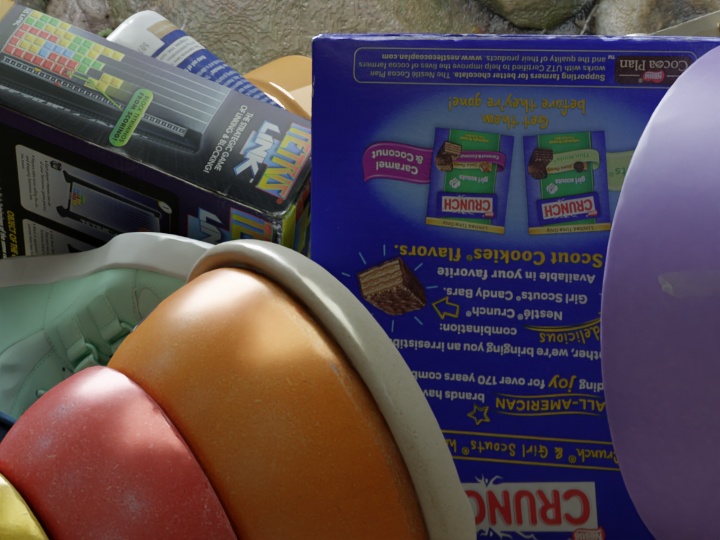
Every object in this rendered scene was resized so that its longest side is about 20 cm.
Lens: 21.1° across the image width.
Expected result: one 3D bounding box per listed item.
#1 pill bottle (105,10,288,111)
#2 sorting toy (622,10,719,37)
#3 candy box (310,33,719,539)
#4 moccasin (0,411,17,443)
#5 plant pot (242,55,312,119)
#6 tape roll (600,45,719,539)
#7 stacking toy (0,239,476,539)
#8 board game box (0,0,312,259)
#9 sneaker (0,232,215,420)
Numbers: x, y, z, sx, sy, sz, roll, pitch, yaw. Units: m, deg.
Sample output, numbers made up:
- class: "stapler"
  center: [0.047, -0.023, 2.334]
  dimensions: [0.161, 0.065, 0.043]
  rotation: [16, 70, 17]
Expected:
- class: "pill bottle"
  center: [-0.082, -0.056, 1.163]
  dimensions: [0.200, 0.111, 0.111]
  rotation: [37, 10, 4]
- class: "sorting toy"
  center: [0.157, -0.071, 1.070]
  dimensions: [0.180, 0.107, 0.200]
  rotation: [-23, 1, 42]
- class: "candy box"
  center: [0.067, 0.008, 0.762]
  dimensions: [0.169, 0.200, 0.077]
  rotation: [3, 5, 17]
- class: "moccasin"
  center: [-0.194, 0.053, 0.758]
  dimensions: [0.200, 0.068, 0.080]
  rotation: [26, 37, 27]
- class: "plant pot"
  center: [-0.074, -0.029, 1.303]
  dimensions: [0.140, 0.200, 0.200]
  rotation: [-24, 16, -27]
- class: "tape roll"
  center: [0.174, 0.016, 0.681]
  dimensions: [0.085, 0.200, 0.200]
  rotation: [4, 8, 42]
- class: "stacking toy"
  center: [-0.081, 0.087, 0.529]
  dimensions: [0.200, 0.146, 0.146]
  rotation: [-22, 15, -27]
- class: "board game box"
  center: [-0.103, -0.017, 0.871]
  dimensions: [0.165, 0.057, 0.200]
  rotation: [22, -33, 7]
- class: "sneaker"
  center: [-0.093, 0.050, 0.783]
  dimensions: [0.074, 0.118, 0.200]
  rotation: [15, -15, -38]
